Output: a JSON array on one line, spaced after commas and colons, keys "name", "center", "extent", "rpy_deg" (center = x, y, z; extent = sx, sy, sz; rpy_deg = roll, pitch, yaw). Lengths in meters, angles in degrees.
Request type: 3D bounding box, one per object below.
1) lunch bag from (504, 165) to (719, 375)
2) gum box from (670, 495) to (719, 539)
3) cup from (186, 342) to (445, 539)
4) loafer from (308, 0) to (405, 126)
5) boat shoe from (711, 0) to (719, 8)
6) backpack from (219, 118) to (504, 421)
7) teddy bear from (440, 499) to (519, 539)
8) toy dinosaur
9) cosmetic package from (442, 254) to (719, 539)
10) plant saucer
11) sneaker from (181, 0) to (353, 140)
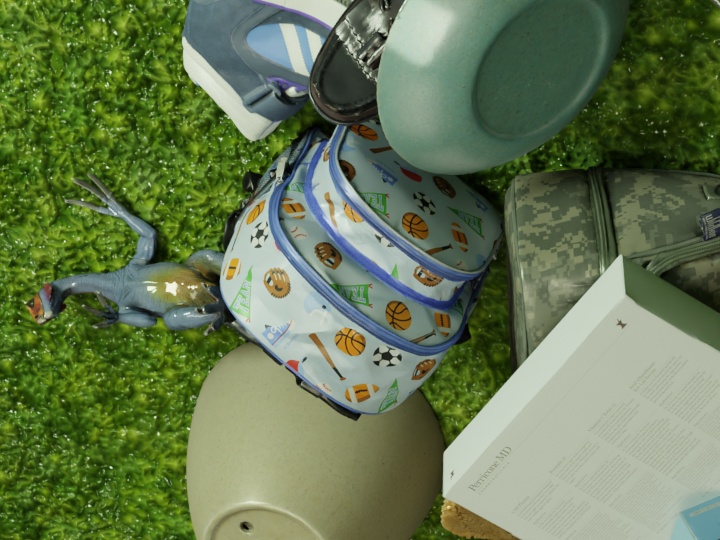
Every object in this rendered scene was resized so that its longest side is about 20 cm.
[{"name": "lunch bag", "center": [0.186, 0.030, 1.585], "extent": [0.167, 0.140, 0.201], "rpy_deg": [-5, 124, 1]}, {"name": "gum box", "center": [0.282, 0.201, 1.594], "extent": [0.169, 0.045, 0.200], "rpy_deg": [-20, 147, -16]}, {"name": "cup", "center": [-0.050, 0.169, 1.742], "extent": [0.199, 0.143, 0.201], "rpy_deg": [9, 125, 13]}, {"name": "loafer", "center": [0.045, -0.172, 1.470], "extent": [0.200, 0.063, 0.072], "rpy_deg": [-41, 83, -5]}, {"name": "boat shoe", "center": [0.264, -0.152, 1.470], "extent": [0.201, 0.072, 0.061], "rpy_deg": [32, 122, -8]}, {"name": "backpack", "center": [0.000, 0.000, 1.583], "extent": [0.199, 0.191, 0.154], "rpy_deg": [32, 126, -4]}, {"name": "teddy bear", "center": [0.157, 0.191, 1.749], "extent": [0.199, 0.067, 0.145], "rpy_deg": [18, 136, -3]}, {"name": "toy dinosaur", "center": [-0.152, 0.028, 1.720], "extent": [0.181, 0.105, 0.200], "rpy_deg": [-12, 133, 47]}, {"name": "cosmetic package", "center": [0.169, 0.103, 1.519], "extent": [0.150, 0.052, 0.200], "rpy_deg": [29, 121, -19]}, {"name": "plant saucer", "center": [0.102, -0.136, 1.469], "extent": [0.039, 0.200, 0.202], "rpy_deg": [44, 138, 38]}, {"name": "sneaker", "center": [-0.023, -0.138, 1.575], "extent": [0.199, 0.081, 0.147], "rpy_deg": [21, 135, -2]}]
